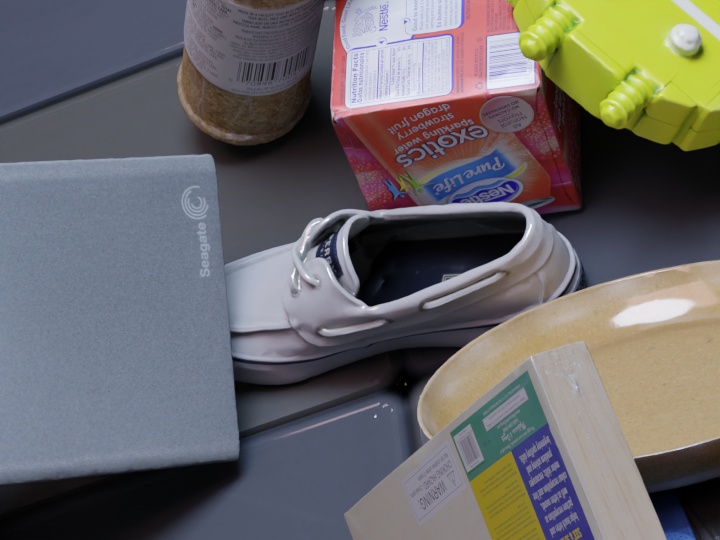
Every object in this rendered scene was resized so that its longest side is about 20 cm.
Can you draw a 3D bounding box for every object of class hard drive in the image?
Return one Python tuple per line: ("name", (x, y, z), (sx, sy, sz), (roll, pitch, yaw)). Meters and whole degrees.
("hard drive", (-0.150, 0.023, 1.298), (0.033, 0.199, 0.140), (-8, 87, 57))

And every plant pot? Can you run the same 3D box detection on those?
("plant pot", (0.123, 0.046, 1.212), (0.199, 0.028, 0.200), (-15, 19, 5))

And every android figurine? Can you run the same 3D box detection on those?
("android figurine", (0.145, -0.131, 1.315), (0.182, 0.041, 0.200), (42, 53, 10))

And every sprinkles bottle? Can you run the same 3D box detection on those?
("sprinkles bottle", (-0.048, -0.134, 1.375), (0.068, 0.200, 0.069), (3, 62, -6))

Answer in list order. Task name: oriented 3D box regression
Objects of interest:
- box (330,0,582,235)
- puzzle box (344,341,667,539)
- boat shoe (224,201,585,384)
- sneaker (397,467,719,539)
("box", (0.047, -0.126, 1.384), (0.099, 0.096, 0.201), (-8, 53, 13))
("puzzle box", (0.060, 0.121, 1.117), (0.025, 0.200, 0.134), (-15, 76, -26))
("boat shoe", (0.000, 0.000, 1.341), (0.199, 0.065, 0.074), (-11, 52, 21))
("sneaker", (0.100, 0.112, 1.203), (0.111, 0.077, 0.200), (-26, 25, -19))
